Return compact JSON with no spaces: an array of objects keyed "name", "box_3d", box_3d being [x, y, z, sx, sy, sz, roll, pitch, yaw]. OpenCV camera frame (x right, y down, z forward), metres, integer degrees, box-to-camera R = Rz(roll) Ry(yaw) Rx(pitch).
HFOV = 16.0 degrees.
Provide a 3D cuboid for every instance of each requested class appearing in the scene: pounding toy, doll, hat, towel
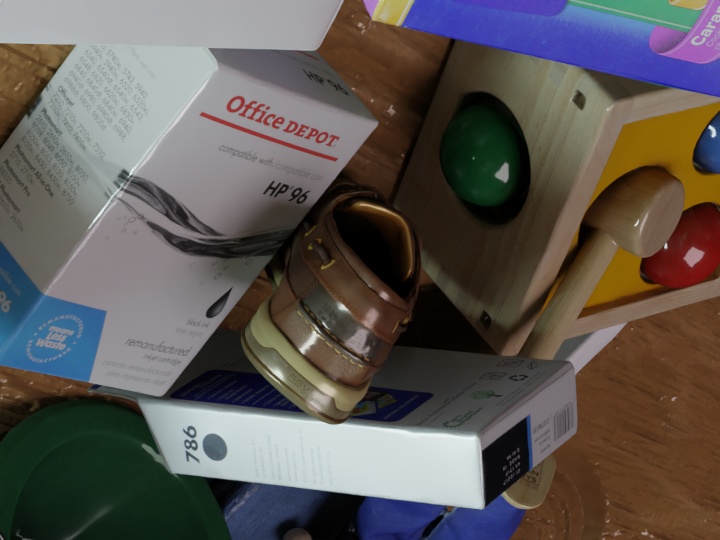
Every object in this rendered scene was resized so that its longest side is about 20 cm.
[{"name":"pounding toy","box_3d":[0.111,-0.034,1.211,0.199,0.142,0.185,-15,140,-36]},{"name":"doll","box_3d":[0.028,0.147,1.305,0.136,0.049,0.200,19,141,-16]},{"name":"hat","box_3d":[-0.182,0.169,1.223,0.175,0.167,0.200,-22,-178,36]},{"name":"towel","box_3d":[-0.036,0.134,1.355,0.112,0.049,0.200,-47,149,11]}]

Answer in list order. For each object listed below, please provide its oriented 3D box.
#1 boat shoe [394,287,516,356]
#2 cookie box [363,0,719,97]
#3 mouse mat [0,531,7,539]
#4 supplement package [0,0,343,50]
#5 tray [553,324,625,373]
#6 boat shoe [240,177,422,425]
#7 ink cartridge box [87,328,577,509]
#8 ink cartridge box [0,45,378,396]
[{"name":"boat shoe","box_3d":[0.005,0.062,1.284,0.199,0.073,0.065,-13,134,-38]},{"name":"cookie box","box_3d":[0.114,-0.170,1.050,0.199,0.075,0.172,10,126,-25]},{"name":"mouse mat","box_3d":[-0.201,0.174,1.112,0.160,0.008,0.201,-20,116,16]},{"name":"supplement package","box_3d":[-0.091,-0.151,0.874,0.199,0.114,0.110,-3,131,-45]},{"name":"tray","box_3d":[0.097,0.054,1.364,0.200,0.022,0.108,-41,171,-35]},{"name":"boat shoe","box_3d":[0.000,0.000,1.118,0.068,0.072,0.200,-48,-171,17]},{"name":"ink cartridge box","box_3d":[-0.013,0.063,1.139,0.099,0.199,0.040,-31,122,-55]},{"name":"ink cartridge box","box_3d":[-0.076,-0.048,1.064,0.200,0.068,0.116,-52,147,17]}]
